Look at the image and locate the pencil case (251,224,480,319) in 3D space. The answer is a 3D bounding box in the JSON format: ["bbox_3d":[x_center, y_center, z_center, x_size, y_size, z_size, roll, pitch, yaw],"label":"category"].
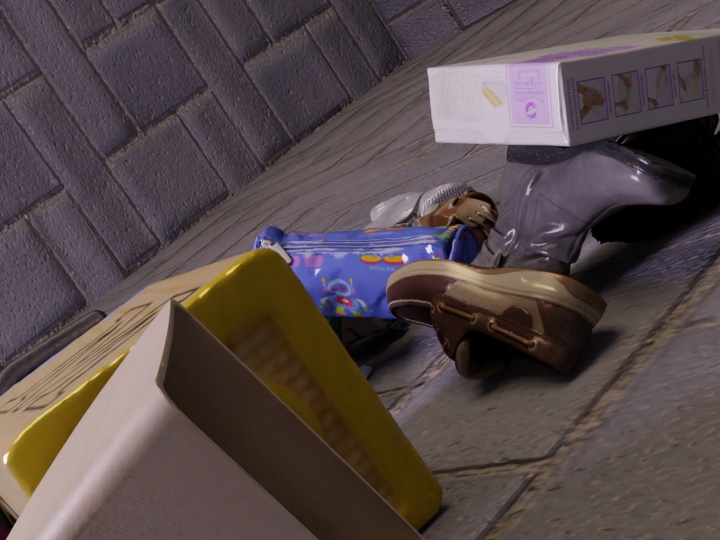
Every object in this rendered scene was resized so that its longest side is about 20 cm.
[{"bbox_3d":[0.000,0.000,1.079,0.199,0.087,0.078,1,62,19],"label":"pencil case"}]

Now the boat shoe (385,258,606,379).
[{"bbox_3d":[0.080,0.039,0.898,0.200,0.072,0.072,5,70,51],"label":"boat shoe"}]

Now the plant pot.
[{"bbox_3d":[-0.076,0.158,0.580,0.177,0.200,0.200,-45,11,1],"label":"plant pot"}]

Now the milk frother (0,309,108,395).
[{"bbox_3d":[-0.234,0.159,1.229,0.188,0.180,0.200,-37,-32,-16],"label":"milk frother"}]

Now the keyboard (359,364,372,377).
[{"bbox_3d":[-0.043,0.134,1.037,0.056,0.011,0.200,-34,9,30],"label":"keyboard"}]

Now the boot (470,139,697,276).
[{"bbox_3d":[0.152,-0.025,0.925,0.200,0.070,0.132,17,89,67],"label":"boot"}]

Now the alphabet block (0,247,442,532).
[{"bbox_3d":[-0.107,0.122,0.788,0.196,0.196,0.200,-41,12,-25],"label":"alphabet block"}]

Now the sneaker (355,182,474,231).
[{"bbox_3d":[0.027,-0.023,1.343,0.199,0.075,0.115,-32,9,-16],"label":"sneaker"}]

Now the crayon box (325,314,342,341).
[{"bbox_3d":[-0.090,0.086,1.064,0.118,0.059,0.200,-1,16,11],"label":"crayon box"}]

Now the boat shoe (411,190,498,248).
[{"bbox_3d":[0.095,-0.035,1.190,0.072,0.076,0.200,-29,13,13],"label":"boat shoe"}]

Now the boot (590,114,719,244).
[{"bbox_3d":[0.205,-0.067,1.027,0.198,0.073,0.163,-31,17,25],"label":"boot"}]

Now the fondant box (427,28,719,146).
[{"bbox_3d":[0.170,-0.133,0.933,0.199,0.059,0.144,-16,14,-32],"label":"fondant box"}]

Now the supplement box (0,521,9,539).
[{"bbox_3d":[-0.249,0.214,0.774,0.103,0.200,0.131,-41,13,-36],"label":"supplement box"}]

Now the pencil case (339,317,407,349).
[{"bbox_3d":[-0.048,0.054,1.212,0.199,0.089,0.078,-28,40,30],"label":"pencil case"}]
